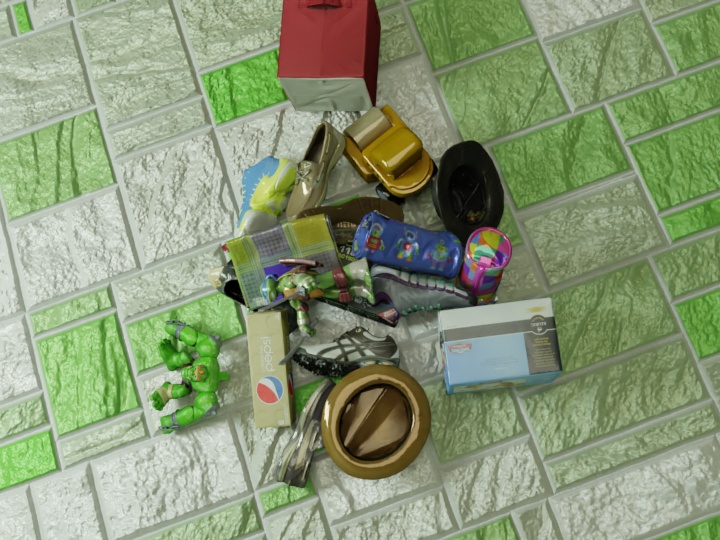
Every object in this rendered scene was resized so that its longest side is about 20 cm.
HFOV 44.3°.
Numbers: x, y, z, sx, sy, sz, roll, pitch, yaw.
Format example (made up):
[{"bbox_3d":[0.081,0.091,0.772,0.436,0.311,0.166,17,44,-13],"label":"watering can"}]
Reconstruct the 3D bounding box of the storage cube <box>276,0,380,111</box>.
[{"bbox_3d":[-0.055,-0.418,1.694,0.168,0.200,0.183,2,79,8],"label":"storage cube"}]

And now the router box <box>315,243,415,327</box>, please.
[{"bbox_3d":[0.000,0.000,1.642,0.197,0.062,0.152,19,75,9],"label":"router box"}]

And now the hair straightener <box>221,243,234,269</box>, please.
[{"bbox_3d":[-0.162,-0.047,1.667,0.198,0.078,0.041,-26,30,-24],"label":"hair straightener"}]

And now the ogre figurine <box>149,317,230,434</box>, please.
[{"bbox_3d":[-0.306,0.187,1.599,0.118,0.098,0.202,-5,58,21],"label":"ogre figurine"}]

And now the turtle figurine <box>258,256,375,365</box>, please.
[{"bbox_3d":[-0.070,0.060,1.493,0.191,0.201,0.146,-12,116,-1],"label":"turtle figurine"}]

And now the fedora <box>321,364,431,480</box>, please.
[{"bbox_3d":[0.025,0.265,1.551,0.197,0.082,0.204,1,80,-3],"label":"fedora"}]

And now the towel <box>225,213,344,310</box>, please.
[{"bbox_3d":[-0.128,-0.014,1.575,0.197,0.023,0.145,-13,111,6],"label":"towel"}]

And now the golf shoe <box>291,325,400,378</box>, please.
[{"bbox_3d":[-0.026,0.144,1.601,0.197,0.078,0.096,9,65,-7],"label":"golf shoe"}]

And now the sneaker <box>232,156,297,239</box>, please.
[{"bbox_3d":[-0.197,-0.133,1.698,0.105,0.076,0.201,32,85,38],"label":"sneaker"}]

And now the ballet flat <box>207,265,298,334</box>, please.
[{"bbox_3d":[-0.200,0.052,1.636,0.198,0.067,0.057,29,42,9],"label":"ballet flat"}]

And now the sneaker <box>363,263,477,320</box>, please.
[{"bbox_3d":[0.105,0.055,1.562,0.197,0.074,0.089,16,86,15],"label":"sneaker"}]

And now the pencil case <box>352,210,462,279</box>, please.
[{"bbox_3d":[0.083,-0.045,1.551,0.197,0.078,0.088,14,91,-17],"label":"pencil case"}]

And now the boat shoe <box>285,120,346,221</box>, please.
[{"bbox_3d":[-0.094,-0.181,1.646,0.072,0.065,0.202,16,76,41],"label":"boat shoe"}]

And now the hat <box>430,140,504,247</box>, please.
[{"bbox_3d":[0.180,-0.142,1.641,0.080,0.200,0.203,7,70,47],"label":"hat"}]

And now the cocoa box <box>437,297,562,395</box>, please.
[{"bbox_3d":[0.240,0.136,1.551,0.197,0.134,0.133,-7,74,2],"label":"cocoa box"}]

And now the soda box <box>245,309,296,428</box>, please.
[{"bbox_3d":[-0.158,0.173,1.575,0.067,0.064,0.203,-5,91,6],"label":"soda box"}]

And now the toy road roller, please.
[{"bbox_3d":[0.054,-0.227,1.657,0.122,0.146,0.201,-38,75,-7],"label":"toy road roller"}]

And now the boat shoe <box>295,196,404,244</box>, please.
[{"bbox_3d":[-0.019,-0.085,1.610,0.197,0.063,0.074,-4,58,-1],"label":"boat shoe"}]

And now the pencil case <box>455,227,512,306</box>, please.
[{"bbox_3d":[0.215,0.001,1.563,0.087,0.201,0.090,0,65,1],"label":"pencil case"}]

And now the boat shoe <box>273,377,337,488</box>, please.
[{"bbox_3d":[-0.083,0.290,1.570,0.073,0.075,0.202,26,86,0],"label":"boat shoe"}]
